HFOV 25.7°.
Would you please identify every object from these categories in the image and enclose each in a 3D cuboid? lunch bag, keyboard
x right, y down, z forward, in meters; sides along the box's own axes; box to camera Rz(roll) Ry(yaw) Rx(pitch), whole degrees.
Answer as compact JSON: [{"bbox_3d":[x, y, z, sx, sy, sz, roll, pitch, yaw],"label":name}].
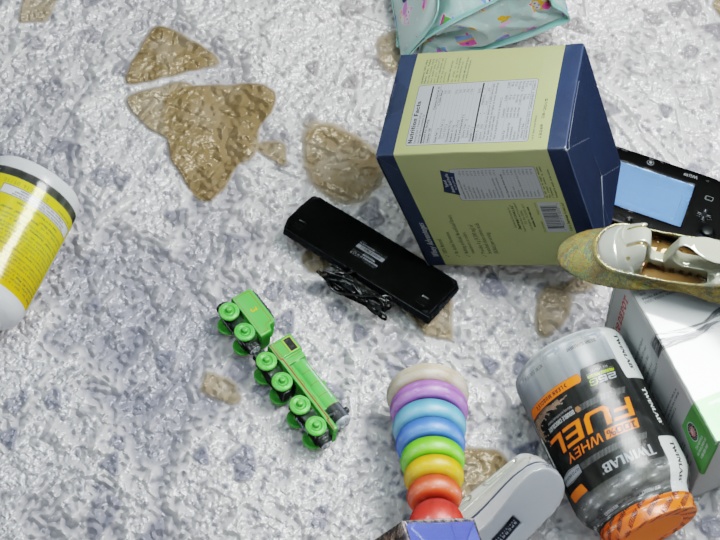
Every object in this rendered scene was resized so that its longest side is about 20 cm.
[{"bbox_3d":[0.121,-0.341,1.821,0.199,0.122,0.172,-18,67,23],"label":"lunch bag"},{"bbox_3d":[0.000,0.000,1.709,0.199,0.040,0.104,32,44,17],"label":"keyboard"}]

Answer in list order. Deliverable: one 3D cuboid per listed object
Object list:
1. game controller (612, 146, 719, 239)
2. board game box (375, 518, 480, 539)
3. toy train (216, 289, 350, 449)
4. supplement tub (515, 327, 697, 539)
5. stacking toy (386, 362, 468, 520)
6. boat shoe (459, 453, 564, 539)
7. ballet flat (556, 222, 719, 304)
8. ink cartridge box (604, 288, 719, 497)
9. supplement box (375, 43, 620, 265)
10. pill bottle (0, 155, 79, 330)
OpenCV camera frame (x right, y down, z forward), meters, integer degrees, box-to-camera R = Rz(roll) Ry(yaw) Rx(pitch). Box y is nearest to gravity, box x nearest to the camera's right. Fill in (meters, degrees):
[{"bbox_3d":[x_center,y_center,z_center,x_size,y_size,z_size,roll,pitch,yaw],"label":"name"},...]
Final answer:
[{"bbox_3d":[0.305,-0.083,1.733,0.198,0.042,0.105,20,64,10],"label":"game controller"},{"bbox_3d":[0.032,0.337,1.415,0.096,0.200,0.160,7,54,-43],"label":"board game box"},{"bbox_3d":[-0.080,0.101,1.647,0.056,0.042,0.200,-29,65,-25],"label":"toy train"},{"bbox_3d":[0.244,0.168,1.557,0.122,0.123,0.201,-20,64,-9],"label":"supplement tub"},{"bbox_3d":[0.068,0.188,1.539,0.084,0.086,0.201,-1,43,1],"label":"stacking toy"},{"bbox_3d":[0.111,0.256,1.548,0.200,0.070,0.071,-46,113,-1],"label":"boat shoe"},{"bbox_3d":[0.290,-0.014,1.521,0.198,0.071,0.071,12,63,9],"label":"ballet flat"},{"bbox_3d":[0.327,0.102,1.576,0.083,0.146,0.201,-20,63,-10],"label":"ink cartridge box"},{"bbox_3d":[0.147,-0.114,1.631,0.198,0.200,0.135,0,56,22],"label":"supplement box"},{"bbox_3d":[-0.387,-0.012,1.669,0.112,0.113,0.201,18,64,10],"label":"pill bottle"}]
